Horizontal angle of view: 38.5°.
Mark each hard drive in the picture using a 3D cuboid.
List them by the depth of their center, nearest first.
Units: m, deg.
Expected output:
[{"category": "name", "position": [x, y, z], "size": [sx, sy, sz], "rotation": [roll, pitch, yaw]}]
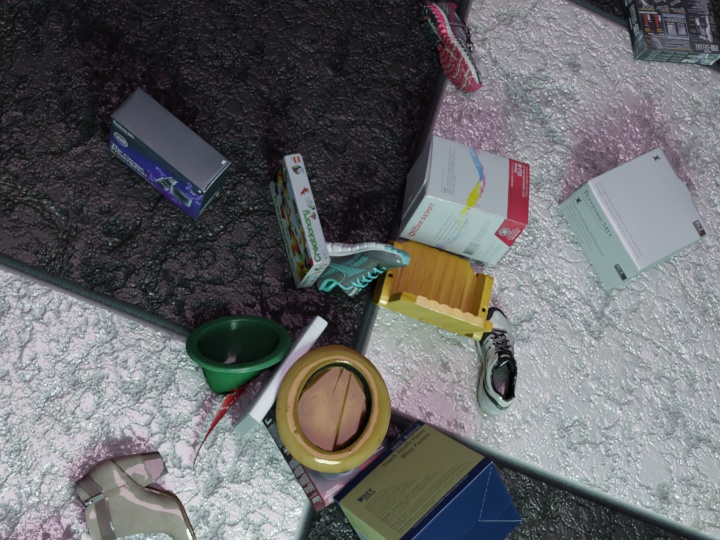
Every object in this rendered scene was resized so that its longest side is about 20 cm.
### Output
[{"category": "hard drive", "position": [-0.132, 0.173, 1.689], "size": [0.027, 0.132, 0.201], "rotation": [36, 65, -4]}]

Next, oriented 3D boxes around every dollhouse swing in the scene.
[{"category": "dollhouse swing", "position": [0.145, 0.020, 1.808], "size": [0.198, 0.176, 0.184], "rotation": [20, 67, -9]}]

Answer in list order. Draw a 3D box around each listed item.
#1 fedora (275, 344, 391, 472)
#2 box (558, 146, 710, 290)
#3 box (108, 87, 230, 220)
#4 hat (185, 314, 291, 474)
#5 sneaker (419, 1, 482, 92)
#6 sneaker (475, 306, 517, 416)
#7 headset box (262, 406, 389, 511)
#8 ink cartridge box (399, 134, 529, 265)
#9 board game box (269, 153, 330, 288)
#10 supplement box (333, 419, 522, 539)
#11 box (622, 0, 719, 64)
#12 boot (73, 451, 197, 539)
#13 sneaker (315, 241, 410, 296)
[{"category": "fedora", "position": [-0.049, 0.223, 1.644], "size": [0.198, 0.082, 0.203], "rotation": [4, 74, -15]}, {"category": "box", "position": [0.529, -0.101, 1.996], "size": [0.198, 0.131, 0.200], "rotation": [-24, 79, -23]}, {"category": "box", "position": [-0.328, -0.195, 1.752], "size": [0.199, 0.141, 0.079], "rotation": [39, 64, -1]}, {"category": "hat", "position": [-0.212, 0.193, 1.713], "size": [0.198, 0.178, 0.166], "rotation": [-12, 31, -24]}, {"category": "sneaker", "position": [0.193, -0.448, 2.039], "size": [0.074, 0.081, 0.202], "rotation": [-19, 78, -24]}, {"category": "sneaker", "position": [0.254, 0.155, 1.844], "size": [0.075, 0.088, 0.202], "rotation": [5, 69, -14]}, {"category": "headset box", "position": [-0.048, 0.288, 1.708], "size": [0.148, 0.077, 0.201], "rotation": [-28, 80, -24]}, {"category": "ink cartridge box", "position": [0.188, -0.128, 1.880], "size": [0.198, 0.146, 0.146], "rotation": [16, 57, -12]}, {"category": "board game box", "position": [-0.107, -0.085, 1.791], "size": [0.034, 0.126, 0.202], "rotation": [-10, 74, -21]}, {"category": "supplement box", "position": [0.103, 0.375, 1.618], "size": [0.199, 0.199, 0.135], "rotation": [-39, 119, -20]}, {"category": "box", "position": [0.678, -0.532, 2.238], "size": [0.198, 0.050, 0.160], "rotation": [-1, 72, -18]}, {"category": "boot", "position": [-0.347, 0.381, 1.592], "size": [0.145, 0.070, 0.202], "rotation": [-24, 79, -17]}, {"category": "sneaker", "position": [0.000, 0.000, 1.785], "size": [0.077, 0.198, 0.092], "rotation": [15, 77, -51]}]
